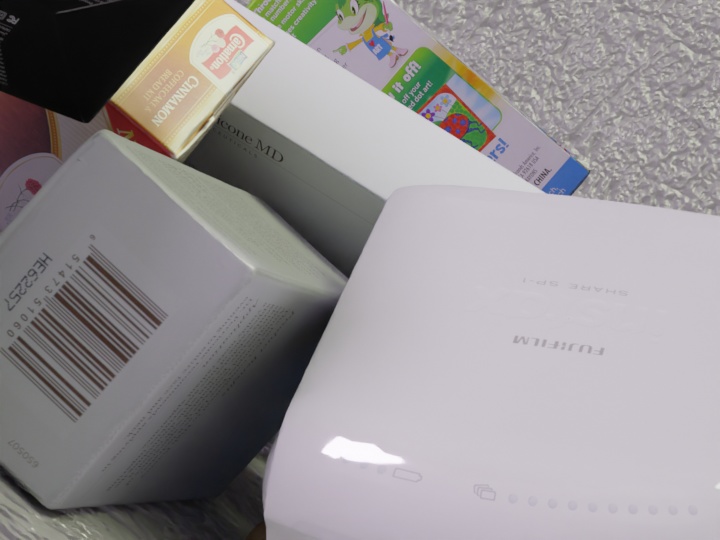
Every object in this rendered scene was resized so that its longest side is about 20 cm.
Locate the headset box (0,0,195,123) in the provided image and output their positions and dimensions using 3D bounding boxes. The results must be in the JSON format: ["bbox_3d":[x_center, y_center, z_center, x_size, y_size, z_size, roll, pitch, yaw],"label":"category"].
[{"bbox_3d":[-0.138,-0.161,0.712,0.149,0.075,0.200,20,40,-36],"label":"headset box"}]

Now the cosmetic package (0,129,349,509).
[{"bbox_3d":[-0.067,0.022,0.779,0.074,0.102,0.200,43,3,10],"label":"cosmetic package"}]

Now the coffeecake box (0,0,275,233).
[{"bbox_3d":[-0.153,-0.091,0.842,0.200,0.073,0.154,40,-37,-4],"label":"coffeecake box"}]

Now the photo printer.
[{"bbox_3d":[0.062,0.048,0.733,0.166,0.070,0.200,8,31,12],"label":"photo printer"}]

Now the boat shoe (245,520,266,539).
[{"bbox_3d":[0.056,0.109,0.807,0.200,0.071,0.065,11,10,-27],"label":"boat shoe"}]

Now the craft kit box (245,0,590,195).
[{"bbox_3d":[-0.015,-0.042,1.215,0.197,0.200,0.049,41,4,-1],"label":"craft kit box"}]

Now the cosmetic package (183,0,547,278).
[{"bbox_3d":[0.000,0.000,0.914,0.200,0.052,0.151,32,-35,7],"label":"cosmetic package"}]
